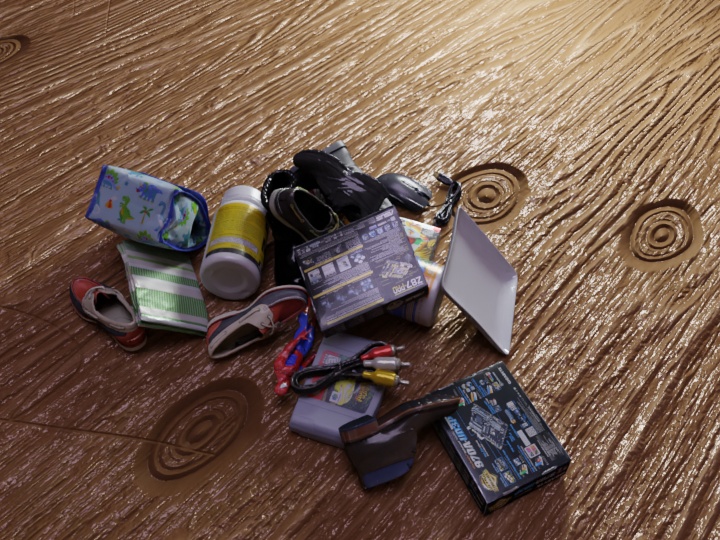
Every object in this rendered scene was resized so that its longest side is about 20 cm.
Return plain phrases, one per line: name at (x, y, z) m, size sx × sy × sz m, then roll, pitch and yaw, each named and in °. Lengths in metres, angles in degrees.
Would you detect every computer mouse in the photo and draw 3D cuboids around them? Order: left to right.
computer mouse at (0.122, -0.183, 1.487) m, size 0.196 × 0.047 × 0.141 m, roll 25°, pitch 54°, yaw 19°

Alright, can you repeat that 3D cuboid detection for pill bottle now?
pill bottle at (-0.232, -0.057, 1.321) m, size 0.111 × 0.116 × 0.204 m, roll 3°, pitch 49°, yaw 1°
pill bottle at (0.053, 0.017, 1.266) m, size 0.195 × 0.114 × 0.113 m, roll 19°, pitch 50°, yaw 14°

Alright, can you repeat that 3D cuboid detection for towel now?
towel at (-0.352, 0.031, 1.252) m, size 0.150 × 0.024 × 0.202 m, roll 16°, pitch 34°, yaw -42°

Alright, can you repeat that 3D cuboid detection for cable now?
cable at (-0.017, 0.152, 1.140) m, size 0.193 × 0.051 × 0.099 m, roll -1°, pitch 48°, yaw -5°

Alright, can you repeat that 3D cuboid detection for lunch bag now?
lunch bag at (-0.385, -0.108, 1.321) m, size 0.166 × 0.200 × 0.131 m, roll 19°, pitch 84°, yaw 12°

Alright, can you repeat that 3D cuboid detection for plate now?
plate at (0.211, 0.021, 1.253) m, size 0.032 × 0.200 × 0.203 m, roll -24°, pitch 34°, yaw 38°

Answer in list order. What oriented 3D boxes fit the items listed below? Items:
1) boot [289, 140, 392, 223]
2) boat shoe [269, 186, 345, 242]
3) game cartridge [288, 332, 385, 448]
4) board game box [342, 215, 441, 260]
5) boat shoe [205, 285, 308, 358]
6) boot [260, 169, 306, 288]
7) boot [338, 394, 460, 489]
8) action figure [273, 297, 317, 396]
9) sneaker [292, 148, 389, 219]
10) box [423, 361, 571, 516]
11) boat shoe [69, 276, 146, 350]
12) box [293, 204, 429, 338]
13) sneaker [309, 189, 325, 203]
boot at (-0.043, -0.137, 1.370) m, size 0.163 × 0.066 × 0.202 m, roll -33°, pitch 77°, yaw -11°
boat shoe at (-0.076, -0.086, 1.266) m, size 0.060 × 0.199 × 0.074 m, roll -6°, pitch 63°, yaw 43°
game cartridge at (-0.025, 0.193, 1.162) m, size 0.129 × 0.041 × 0.203 m, roll 16°, pitch 50°, yaw 7°
board game box at (0.049, -0.055, 1.381) m, size 0.195 × 0.035 × 0.128 m, roll 16°, pitch 51°, yaw 12°
boat shoe at (-0.176, 0.090, 1.200) m, size 0.195 × 0.072 × 0.063 m, roll -23°, pitch 39°, yaw 5°
boot at (-0.136, -0.067, 1.301) m, size 0.077 × 0.160 × 0.215 m, roll -11°, pitch 49°, yaw -7°
boot at (0.070, 0.259, 1.073) m, size 0.194 × 0.075 × 0.100 m, roll -16°, pitch 89°, yaw -7°
action figure at (-0.102, 0.131, 1.194) m, size 0.050 × 0.066 × 0.202 m, roll 4°, pitch 46°, yaw 24°
sneaker at (-0.047, -0.158, 1.307) m, size 0.196 × 0.076 × 0.092 m, roll 28°, pitch 84°, yaw 11°
box at (0.210, 0.258, 1.104) m, size 0.155 × 0.047 × 0.202 m, roll -20°, pitch 52°, yaw -17°
boat shoe at (-0.451, 0.063, 1.233) m, size 0.198 × 0.063 × 0.071 m, roll 34°, pitch 58°, yaw 27°
box at (0.000, 0.000, 1.195) m, size 0.195 × 0.049 × 0.164 m, roll -23°, pitch 66°, yaw -1°
sneaker at (-0.066, -0.163, 1.448) m, size 0.196 × 0.073 × 0.112 m, roll 23°, pitch 47°, yaw 28°
